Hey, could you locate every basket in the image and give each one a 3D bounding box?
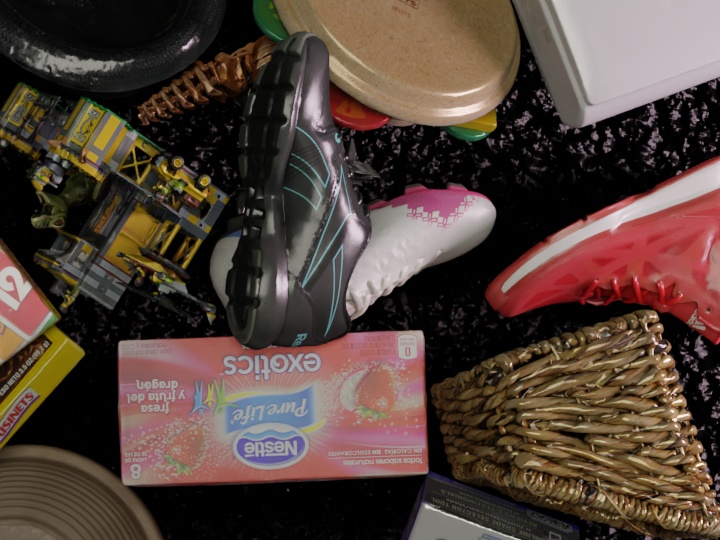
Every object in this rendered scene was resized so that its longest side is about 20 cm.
[{"bbox_3d":[0.130,0.121,1.238,0.142,0.200,0.150,-17,85,-6],"label":"basket"}]

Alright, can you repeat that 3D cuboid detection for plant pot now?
[{"bbox_3d":[-0.224,0.213,1.267,0.200,0.093,0.202,0,83,-1],"label":"plant pot"}]

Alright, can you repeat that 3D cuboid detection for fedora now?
[{"bbox_3d":[-0.187,-0.184,1.303,0.200,0.092,0.201,6,58,-9],"label":"fedora"}]

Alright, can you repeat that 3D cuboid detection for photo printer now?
[{"bbox_3d":[0.204,-0.205,1.333,0.199,0.069,0.167,-20,87,-16],"label":"photo printer"}]

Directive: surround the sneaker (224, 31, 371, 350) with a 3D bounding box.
[{"bbox_3d":[-0.035,-0.049,1.225,0.079,0.075,0.201,6,92,-23],"label":"sneaker"}]

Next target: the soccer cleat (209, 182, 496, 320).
[{"bbox_3d":[0.000,0.000,1.299,0.199,0.070,0.087,-10,56,-9],"label":"soccer cleat"}]

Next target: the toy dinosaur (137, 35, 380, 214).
[{"bbox_3d":[-0.052,-0.110,1.308,0.199,0.102,0.136,-11,82,-9],"label":"toy dinosaur"}]

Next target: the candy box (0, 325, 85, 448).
[{"bbox_3d":[-0.278,0.102,1.282,0.200,0.026,0.102,-49,44,-7],"label":"candy box"}]

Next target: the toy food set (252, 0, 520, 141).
[{"bbox_3d":[0.018,-0.174,1.303,0.199,0.049,0.199,11,55,-26],"label":"toy food set"}]

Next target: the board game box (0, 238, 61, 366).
[{"bbox_3d":[-0.291,-0.019,1.245,0.095,0.030,0.200,-38,92,-2],"label":"board game box"}]

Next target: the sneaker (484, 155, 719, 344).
[{"bbox_3d":[0.193,0.010,1.317,0.199,0.078,0.116,-27,84,-4],"label":"sneaker"}]

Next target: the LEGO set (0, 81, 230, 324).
[{"bbox_3d":[-0.180,-0.035,1.252,0.154,0.200,0.116,36,82,-35],"label":"LEGO set"}]

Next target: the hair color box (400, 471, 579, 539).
[{"bbox_3d":[0.058,0.245,1.259,0.109,0.065,0.201,20,106,0],"label":"hair color box"}]

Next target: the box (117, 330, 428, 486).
[{"bbox_3d":[-0.058,0.093,1.284,0.199,0.103,0.095,-2,84,-4],"label":"box"}]
